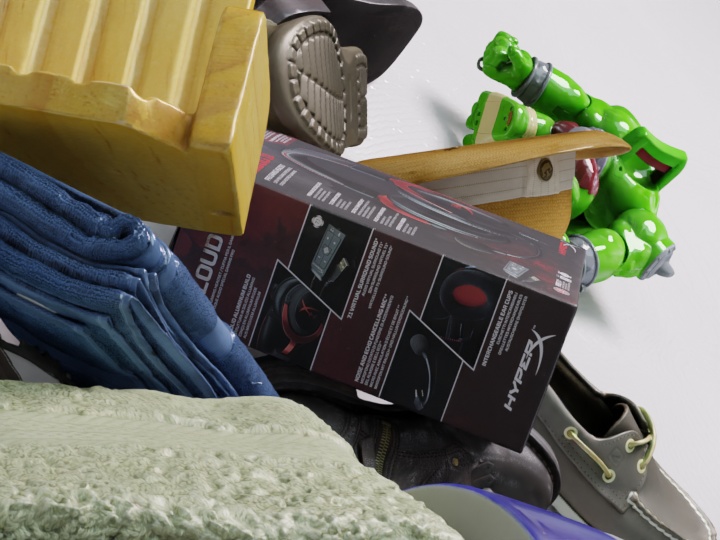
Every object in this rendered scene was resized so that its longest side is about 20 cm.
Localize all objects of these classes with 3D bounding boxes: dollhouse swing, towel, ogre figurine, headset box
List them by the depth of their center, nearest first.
[{"bbox_3d":[-0.073,0.069,0.687,0.198,0.037,0.148,8,10,-28],"label":"towel"},{"bbox_3d":[-0.100,0.021,0.813,0.111,0.049,0.200,26,-14,22],"label":"towel"},{"bbox_3d":[-0.130,-0.124,0.846,0.198,0.178,0.182,11,-13,1],"label":"dollhouse swing"},{"bbox_3d":[0.000,0.000,0.982,0.198,0.076,0.149,21,12,4],"label":"headset box"},{"bbox_3d":[0.141,-0.060,1.353,0.119,0.099,0.200,16,25,-26],"label":"ogre figurine"}]

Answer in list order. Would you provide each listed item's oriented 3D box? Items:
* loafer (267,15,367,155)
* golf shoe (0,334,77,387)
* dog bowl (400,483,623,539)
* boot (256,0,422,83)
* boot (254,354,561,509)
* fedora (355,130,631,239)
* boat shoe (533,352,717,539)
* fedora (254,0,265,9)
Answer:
[{"bbox_3d":[-0.039,-0.093,1.131,0.200,0.067,0.077,13,74,-80],"label":"loafer"},{"bbox_3d":[-0.116,0.091,0.767,0.199,0.078,0.095,30,29,-26],"label":"golf shoe"},{"bbox_3d":[0.035,0.178,0.719,0.078,0.200,0.201,24,32,-32],"label":"dog bowl"},{"bbox_3d":[-0.070,-0.201,1.312,0.188,0.069,0.200,-10,52,-51],"label":"boot"},{"bbox_3d":[0.021,0.132,0.931,0.199,0.069,0.175,16,37,-28],"label":"boot"},{"bbox_3d":[0.057,-0.028,1.149,0.200,0.199,0.083,-14,98,-61],"label":"fedora"},{"bbox_3d":[0.123,0.093,1.137,0.201,0.060,0.072,40,26,-10],"label":"boat shoe"},{"bbox_3d":[-0.113,-0.158,1.034,0.175,0.201,0.091,6,56,-9],"label":"fedora"}]
